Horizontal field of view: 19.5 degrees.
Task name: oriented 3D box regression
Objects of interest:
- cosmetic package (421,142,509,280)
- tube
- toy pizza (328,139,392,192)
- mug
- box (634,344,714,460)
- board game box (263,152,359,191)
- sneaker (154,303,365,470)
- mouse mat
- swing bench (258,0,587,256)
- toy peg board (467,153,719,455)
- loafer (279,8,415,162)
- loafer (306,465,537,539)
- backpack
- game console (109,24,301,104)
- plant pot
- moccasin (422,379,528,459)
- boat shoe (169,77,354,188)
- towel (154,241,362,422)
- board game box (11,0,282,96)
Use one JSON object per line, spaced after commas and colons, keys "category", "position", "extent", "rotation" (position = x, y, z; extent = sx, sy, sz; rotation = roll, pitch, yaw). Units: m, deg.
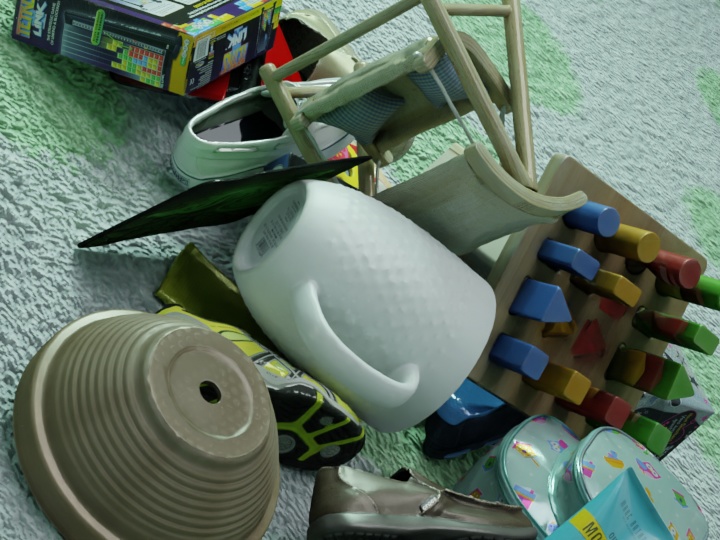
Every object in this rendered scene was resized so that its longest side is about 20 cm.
{"category": "cosmetic package", "position": [0.137, -0.016, 1.873], "extent": [0.200, 0.073, 0.104], "rotation": [39, -14, 34]}
{"category": "tube", "position": [0.142, 0.233, 1.560], "extent": [0.078, 0.199, 0.050], "rotation": [60, -13, -15]}
{"category": "toy pizza", "position": [-0.014, -0.049, 1.846], "extent": [0.200, 0.032, 0.201], "rotation": [32, 45, -38]}
{"category": "mug", "position": [-0.005, 0.030, 1.600], "extent": [0.175, 0.148, 0.200], "rotation": [39, 22, -23]}
{"category": "box", "position": [0.216, 0.083, 1.941], "extent": [0.114, 0.132, 0.201], "rotation": [16, 39, -43]}
{"category": "board game box", "position": [0.000, 0.000, 1.775], "extent": [0.199, 0.034, 0.136], "rotation": [26, 50, -37]}
{"category": "sneaker", "position": [-0.075, 0.083, 1.580], "extent": [0.199, 0.075, 0.077], "rotation": [32, 30, -28]}
{"category": "mouse mat", "position": [-0.103, -0.053, 1.621], "extent": [0.199, 0.160, 0.008], "rotation": [-14, 83, -49]}
{"category": "swing bench", "position": [0.048, -0.107, 1.694], "extent": [0.129, 0.198, 0.201], "rotation": [-7, 78, -47]}
{"category": "toy peg board", "position": [0.207, 0.041, 1.737], "extent": [0.199, 0.201, 0.098], "rotation": [33, -8, -35]}
{"category": "loafer", "position": [-0.024, -0.179, 2.043], "extent": [0.200, 0.076, 0.068], "rotation": [48, 26, 26]}
{"category": "loafer", "position": [0.047, 0.173, 1.527], "extent": [0.199, 0.073, 0.071], "rotation": [12, 55, -37]}
{"category": "backpack", "position": [0.172, 0.212, 1.678], "extent": [0.200, 0.154, 0.176], "rotation": [39, 31, 4]}
{"category": "game console", "position": [-0.133, -0.165, 1.918], "extent": [0.201, 0.118, 0.173], "rotation": [-85, 156, -57]}
{"category": "plant pot", "position": [-0.125, 0.103, 1.407], "extent": [0.200, 0.093, 0.202], "rotation": [23, 48, -28]}
{"category": "moccasin", "position": [0.108, 0.114, 1.819], "extent": [0.080, 0.068, 0.199], "rotation": [41, 28, 26]}
{"category": "boat shoe", "position": [-0.068, -0.125, 1.777], "extent": [0.199, 0.065, 0.074], "rotation": [-28, 69, -33]}
{"category": "towel", "position": [-0.075, 0.061, 1.678], "extent": [0.200, 0.018, 0.086], "rotation": [41, 25, -9]}
{"category": "board game box", "position": [-0.180, -0.218, 1.804], "extent": [0.164, 0.057, 0.200], "rotation": [18, 22, 15]}
